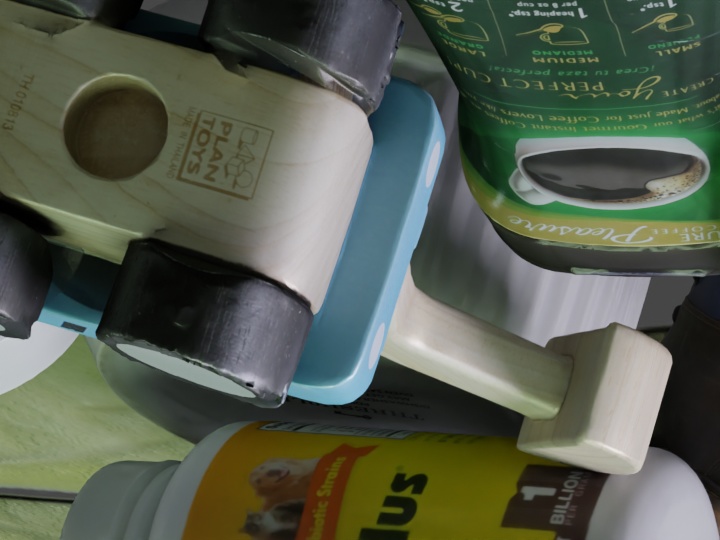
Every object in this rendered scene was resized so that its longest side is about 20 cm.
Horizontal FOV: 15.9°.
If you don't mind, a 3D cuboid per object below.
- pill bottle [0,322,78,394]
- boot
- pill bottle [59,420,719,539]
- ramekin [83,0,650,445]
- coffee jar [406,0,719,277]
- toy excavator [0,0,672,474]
[{"bbox_3d":[-0.138,-0.055,0.728,0.119,0.120,0.201,6,144,17],"label":"pill bottle"},{"bbox_3d":[0.135,0.042,0.928,0.074,0.097,0.200,26,-172,-8],"label":"boot"},{"bbox_3d":[0.007,0.105,0.812,0.199,0.110,0.109,1,155,26],"label":"pill bottle"},{"bbox_3d":[0.000,0.000,0.851,0.199,0.106,0.200,12,158,5],"label":"ramekin"},{"bbox_3d":[0.065,-0.070,0.670,0.103,0.086,0.200,1,155,14],"label":"coffee jar"},{"bbox_3d":[-0.014,-0.005,0.680,0.193,0.101,0.200,16,171,10],"label":"toy excavator"}]
